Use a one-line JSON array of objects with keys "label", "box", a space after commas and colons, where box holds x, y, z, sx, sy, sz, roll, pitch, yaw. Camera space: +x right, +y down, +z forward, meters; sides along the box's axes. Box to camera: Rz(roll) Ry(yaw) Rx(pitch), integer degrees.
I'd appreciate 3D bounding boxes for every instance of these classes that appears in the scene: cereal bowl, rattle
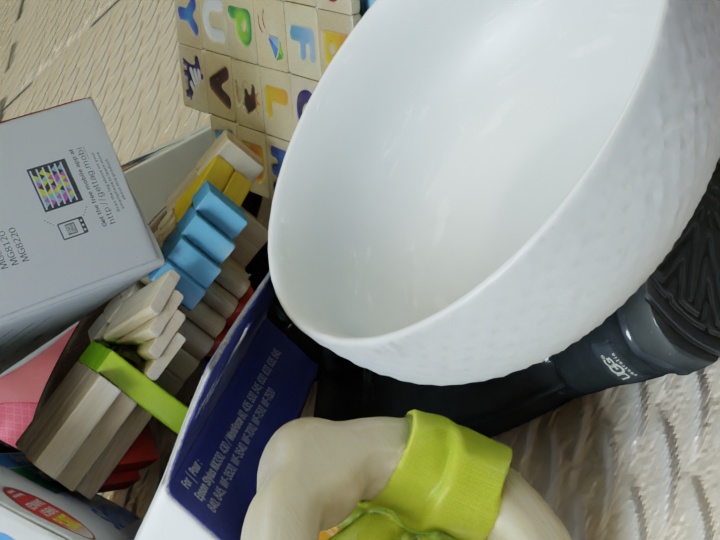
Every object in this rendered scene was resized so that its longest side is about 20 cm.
[{"label": "cereal bowl", "box": [0.060, -0.043, 0.647, 0.200, 0.083, 0.201, -33, 38, 30]}, {"label": "rattle", "box": [0.009, 0.158, 0.589, 0.143, 0.130, 0.201, -44, 48, 33]}]

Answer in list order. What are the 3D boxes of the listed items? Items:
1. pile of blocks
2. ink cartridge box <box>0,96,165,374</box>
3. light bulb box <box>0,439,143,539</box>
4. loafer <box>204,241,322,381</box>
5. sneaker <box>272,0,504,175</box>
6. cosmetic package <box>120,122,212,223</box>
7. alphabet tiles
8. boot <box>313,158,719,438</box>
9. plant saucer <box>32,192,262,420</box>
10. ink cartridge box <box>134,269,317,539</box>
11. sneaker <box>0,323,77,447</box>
[{"label": "pile of blocks", "box": [-0.076, 0.024, 0.776, 0.082, 0.062, 0.201, -26, 30, 54]}, {"label": "ink cartridge box", "box": [-0.214, 0.016, 0.764, 0.175, 0.084, 0.200, -22, -4, -40]}, {"label": "light bulb box", "box": [-0.196, 0.168, 0.719, 0.201, 0.124, 0.198, -61, -1, -5]}, {"label": "loafer", "box": [0.000, 0.000, 0.861, 0.199, 0.073, 0.071, -22, 12, 30]}, {"label": "sneaker", "box": [0.008, -0.110, 0.807, 0.079, 0.131, 0.199, -30, 14, -38]}, {"label": "cosmetic package", "box": [-0.162, -0.029, 1.079, 0.199, 0.052, 0.151, -31, 7, -28]}, {"label": "alphabet tiles", "box": [-0.048, -0.115, 0.829, 0.006, 0.168, 0.200, -12, 18, -27]}, {"label": "boot", "box": [0.073, -0.001, 0.742, 0.200, 0.066, 0.165, -28, 28, 46]}, {"label": "plant saucer", "box": [-0.117, 0.033, 0.919, 0.201, 0.034, 0.200, -59, -4, -6]}, {"label": "ink cartridge box", "box": [-0.064, 0.100, 0.688, 0.201, 0.047, 0.198, -61, 1, 18]}, {"label": "sneaker", "box": [-0.170, 0.057, 1.048, 0.199, 0.087, 0.074, -30, 9, -23]}]
